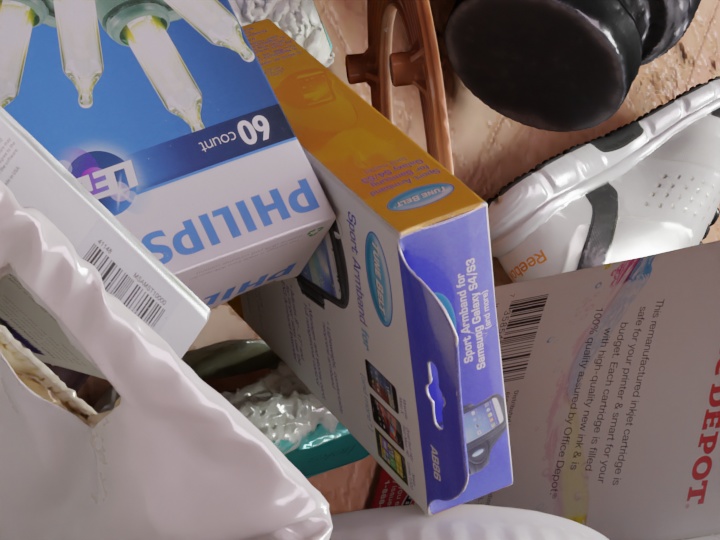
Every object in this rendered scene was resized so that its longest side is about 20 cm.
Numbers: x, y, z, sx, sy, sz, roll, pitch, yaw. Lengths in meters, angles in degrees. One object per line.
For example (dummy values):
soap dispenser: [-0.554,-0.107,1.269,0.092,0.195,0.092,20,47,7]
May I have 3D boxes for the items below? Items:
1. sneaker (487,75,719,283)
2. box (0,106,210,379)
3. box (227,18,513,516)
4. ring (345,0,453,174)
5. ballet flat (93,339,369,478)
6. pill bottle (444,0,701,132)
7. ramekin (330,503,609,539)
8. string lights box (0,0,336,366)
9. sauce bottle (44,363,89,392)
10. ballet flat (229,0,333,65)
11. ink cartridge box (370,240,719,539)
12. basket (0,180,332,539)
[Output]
sneaker: [0.131,-0.028,1.332,0.200,0.074,0.080,-29,83,-39]
box: [-0.152,-0.029,0.937,0.144,0.200,0.036,46,69,-31]
box: [0.000,0.000,1.066,0.041,0.200,0.119,-21,124,-21]
ring: [0.015,-0.040,1.161,0.019,0.200,0.201,-7,84,-6]
ballet flat: [-0.065,0.065,1.118,0.200,0.072,0.072,-19,95,-52]
pill bottle: [0.111,-0.162,1.322,0.112,0.112,0.200,49,49,-28]
ramekin: [0.023,0.163,1.091,0.200,0.200,0.105,23,54,-42]
string lights box: [-0.101,-0.078,1.038,0.103,0.059,0.200,-21,75,-24]
sauce bottle: [-0.115,-0.001,1.072,0.066,0.066,0.201,33,60,-38]
ballet flat: [-0.074,-0.149,1.138,0.072,0.072,0.200,-42,112,-44]
ink cartridge box: [0.127,0.091,1.211,0.145,0.200,0.146,40,54,-34]
basket: [-0.150,0.094,0.825,0.198,0.161,0.200,45,51,-19]
